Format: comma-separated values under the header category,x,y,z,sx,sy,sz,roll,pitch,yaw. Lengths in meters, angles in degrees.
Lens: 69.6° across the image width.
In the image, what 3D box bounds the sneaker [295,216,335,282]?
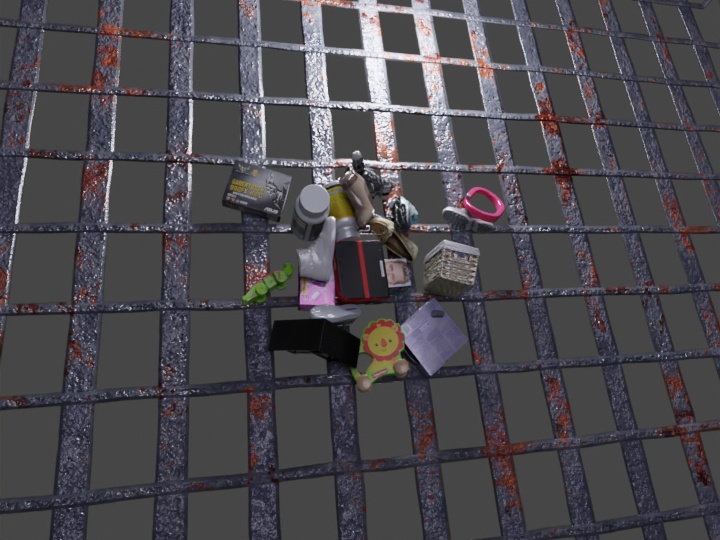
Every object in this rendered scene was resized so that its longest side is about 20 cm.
category,x,y,z,sx,sy,sz,roll,pitch,yaw
sneaker,-0.140,-0.073,1.595,0.113,0.074,0.205,8,88,-11

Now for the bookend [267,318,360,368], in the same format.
category,x,y,z,sx,sy,sz,roll,pitch,yaw
bookend,-0.136,0.222,1.557,0.197,0.198,0.094,-5,64,32

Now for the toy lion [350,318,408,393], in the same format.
category,x,y,z,sx,sy,sz,roll,pitch,yaw
toy lion,0.053,0.254,1.605,0.197,0.069,0.194,-22,70,-5

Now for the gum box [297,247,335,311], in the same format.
category,x,y,z,sx,sy,sz,roll,pitch,yaw
gum box,-0.141,0.035,1.653,0.111,0.066,0.204,3,69,-13

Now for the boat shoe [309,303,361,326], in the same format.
category,x,y,z,sx,sy,sz,roll,pitch,yaw
boat shoe,-0.078,0.150,1.585,0.197,0.072,0.072,2,32,-43

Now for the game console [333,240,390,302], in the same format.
category,x,y,z,sx,sy,sz,roll,pitch,yaw
game console,0.000,0.000,1.659,0.173,0.031,0.204,-1,72,-21

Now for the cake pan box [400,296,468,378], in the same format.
category,x,y,z,sx,sy,sz,roll,pitch,yaw
cake pan box,0.224,0.219,1.685,0.199,0.052,0.185,-37,80,-23

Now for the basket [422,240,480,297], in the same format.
category,x,y,z,sx,sy,sz,roll,pitch,yaw
basket,0.291,0.002,1.704,0.133,0.200,0.126,14,71,-8

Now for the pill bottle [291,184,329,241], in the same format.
category,x,y,z,sx,sy,sz,roll,pitch,yaw
pill bottle,-0.159,-0.182,1.658,0.111,0.200,0.116,5,68,-12

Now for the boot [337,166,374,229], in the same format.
category,x,y,z,sx,sy,sz,roll,pitch,yaw
boot,-0.019,-0.240,1.665,0.147,0.069,0.202,50,26,-25

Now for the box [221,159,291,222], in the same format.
category,x,y,z,sx,sy,sz,roll,pitch,yaw
box,-0.343,-0.264,1.727,0.196,0.048,0.161,16,67,-8

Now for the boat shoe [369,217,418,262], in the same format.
category,x,y,z,sx,sy,sz,roll,pitch,yaw
boat shoe,0.112,-0.104,1.754,0.198,0.074,0.063,35,30,-2

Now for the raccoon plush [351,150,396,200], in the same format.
category,x,y,z,sx,sy,sz,roll,pitch,yaw
raccoon plush,0.054,-0.329,1.786,0.133,0.203,0.097,-29,46,-23

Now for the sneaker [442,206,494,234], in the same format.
category,x,y,z,sx,sy,sz,roll,pitch,yaw
sneaker,0.386,-0.192,1.879,0.196,0.075,0.083,16,51,-13

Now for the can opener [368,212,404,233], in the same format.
category,x,y,z,sx,sy,sz,roll,pitch,yaw
can opener,0.066,-0.177,1.804,0.197,0.054,0.067,23,34,-4

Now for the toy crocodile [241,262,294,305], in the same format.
category,x,y,z,sx,sy,sz,roll,pitch,yaw
toy crocodile,-0.287,0.044,1.615,0.198,0.068,0.062,-34,75,-25

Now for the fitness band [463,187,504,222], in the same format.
category,x,y,z,sx,sy,sz,roll,pitch,yaw
fitness band,0.450,-0.240,1.879,0.143,0.038,0.200,36,37,11

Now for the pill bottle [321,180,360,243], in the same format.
category,x,y,z,sx,sy,sz,roll,pitch,yaw
pill bottle,-0.065,-0.187,1.731,0.110,0.113,0.204,-10,72,-17

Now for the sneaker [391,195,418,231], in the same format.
category,x,y,z,sx,sy,sz,roll,pitch,yaw
sneaker,0.165,-0.189,1.770,0.085,0.078,0.201,24,30,-14

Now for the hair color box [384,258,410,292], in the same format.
category,x,y,z,sx,sy,sz,roll,pitch,yaw
hair color box,0.060,0.021,1.712,0.196,0.061,0.102,-5,71,-16
